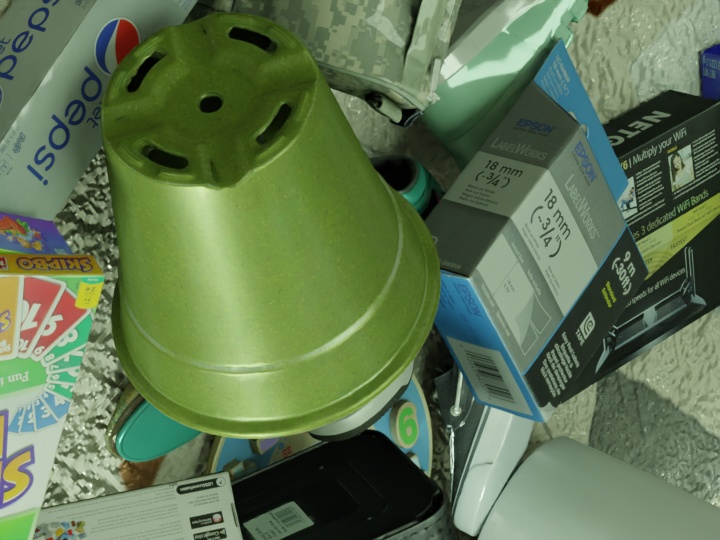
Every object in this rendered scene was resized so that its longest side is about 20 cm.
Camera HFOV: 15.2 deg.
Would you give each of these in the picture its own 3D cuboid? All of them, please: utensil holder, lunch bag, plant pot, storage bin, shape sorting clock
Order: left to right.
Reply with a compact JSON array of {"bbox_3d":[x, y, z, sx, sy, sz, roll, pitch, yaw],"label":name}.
[{"bbox_3d":[-0.067,-0.039,1.521,0.200,0.200,0.190,-49,150,-22],"label":"plant pot"},{"bbox_3d":[-0.045,0.194,1.665,0.199,0.135,0.094,-24,117,-15],"label":"storage bin"},{"bbox_3d":[-0.024,0.139,1.776,0.199,0.039,0.201,-18,116,-41],"label":"shape sorting clock"},{"bbox_3d":[-0.003,-0.199,1.588,0.139,0.167,0.201,16,93,-46],"label":"lunch bag"},{"bbox_3d":[0.194,0.227,1.881,0.170,0.199,0.171,-45,149,-36],"label":"utensil holder"}]

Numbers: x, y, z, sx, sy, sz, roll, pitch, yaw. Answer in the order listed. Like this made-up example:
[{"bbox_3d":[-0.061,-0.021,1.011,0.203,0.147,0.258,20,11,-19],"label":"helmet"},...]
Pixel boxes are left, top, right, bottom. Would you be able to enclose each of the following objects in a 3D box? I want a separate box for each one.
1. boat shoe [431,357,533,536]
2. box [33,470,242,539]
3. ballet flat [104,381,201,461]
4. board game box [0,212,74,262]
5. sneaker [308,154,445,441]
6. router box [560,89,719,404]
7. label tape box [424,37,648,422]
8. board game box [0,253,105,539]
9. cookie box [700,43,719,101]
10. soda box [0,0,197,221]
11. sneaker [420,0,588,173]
[{"bbox_3d":[0.082,0.081,1.845,0.072,0.067,0.201,-30,135,-62],"label":"boat shoe"},{"bbox_3d":[-0.162,0.189,1.549,0.199,0.035,0.111,-10,71,-10],"label":"box"},{"bbox_3d":[-0.081,0.038,1.656,0.200,0.071,0.071,-39,135,10],"label":"ballet flat"},{"bbox_3d":[-0.267,0.024,1.433,0.199,0.045,0.135,10,117,-36],"label":"board game box"},{"bbox_3d":[0.000,0.000,1.703,0.121,0.083,0.200,61,42,-36],"label":"sneaker"},{"bbox_3d":[0.182,-0.019,1.919,0.200,0.052,0.158,-28,122,-36],"label":"router box"},{"bbox_3d":[0.124,-0.027,1.733,0.200,0.063,0.144,-53,136,-24],"label":"label tape box"},{"bbox_3d":[-0.208,0.081,1.463,0.095,0.030,0.201,1,125,-30],"label":"board game box"},{"bbox_3d":[0.335,-0.060,1.975,0.075,0.171,0.201,-24,119,-35],"label":"cookie box"},{"bbox_3d":[-0.176,-0.104,1.519,0.063,0.068,0.201,45,71,-43],"label":"soda box"},{"bbox_3d":[0.117,-0.147,1.793,0.200,0.074,0.118,-40,123,-16],"label":"sneaker"}]
